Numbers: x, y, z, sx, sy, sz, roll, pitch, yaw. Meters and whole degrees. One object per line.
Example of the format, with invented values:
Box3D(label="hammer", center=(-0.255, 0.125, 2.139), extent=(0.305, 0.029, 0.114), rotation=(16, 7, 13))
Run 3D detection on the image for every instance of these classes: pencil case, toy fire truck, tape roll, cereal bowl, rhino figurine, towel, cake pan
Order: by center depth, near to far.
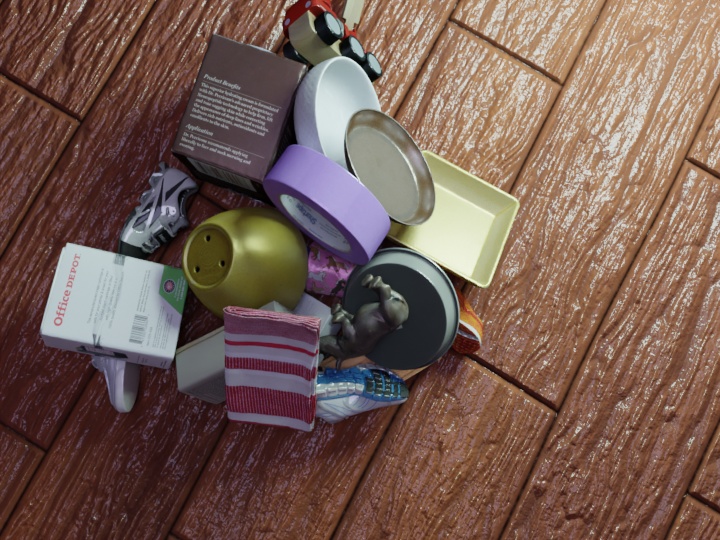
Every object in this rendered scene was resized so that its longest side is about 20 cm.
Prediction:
Box3D(label="towel", center=(-0.132, 0.151, 0.943), extent=(0.139, 0.023, 0.206), rotation=(7, 118, 2))
Box3D(label="tape roll", center=(-0.051, -0.096, 0.963), extent=(0.197, 0.200, 0.066), rotation=(35, 77, 4))
Box3D(label="rhino figurine", center=(-0.007, 0.090, 0.982), extent=(0.087, 0.060, 0.199), rotation=(39, 119, -16))
Box3D(label="cake pan", center=(0.057, 0.069, 1.008), extent=(0.194, 0.037, 0.207), rotation=(6, 109, 18))
Box3D(label="cereal bowl", center=(-0.043, -0.230, 1.028), extent=(0.081, 0.198, 0.207), rotation=(-3, 82, 34))
Box3D(label="pencil case", center=(0.000, 0.000, 1.077), extent=(0.193, 0.083, 0.089), rotation=(6, 117, 1))
Box3D(label="toy fire truck", center=(-0.042, -0.423, 1.088), extent=(0.127, 0.174, 0.206), rotation=(-26, 58, 29))

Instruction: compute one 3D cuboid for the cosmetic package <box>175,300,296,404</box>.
Box3D(label="cosmetic package", center=(-0.185, 0.134, 1.014), extent=(0.196, 0.103, 0.075), rotation=(-26, 58, 15))

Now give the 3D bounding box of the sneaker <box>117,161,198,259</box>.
Box3D(label="sneaker", center=(-0.342, -0.077, 1.089), extent=(0.086, 0.074, 0.205), rotation=(24, 84, 5))

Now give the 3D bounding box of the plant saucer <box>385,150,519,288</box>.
Box3D(label="plant saucer", center=(0.148, -0.080, 1.074), extent=(0.196, 0.049, 0.203), rotation=(28, 59, 3))

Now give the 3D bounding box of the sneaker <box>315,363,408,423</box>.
Box3D(label="sneaker", center=(-0.019, 0.205, 1.032), extent=(0.193, 0.076, 0.089), rotation=(3, 120, -9))

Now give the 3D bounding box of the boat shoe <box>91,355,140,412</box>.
Box3D(label="boat shoe", center=(-0.413, 0.133, 1.066), extent=(0.066, 0.072, 0.207), rotation=(-7, 84, 2))

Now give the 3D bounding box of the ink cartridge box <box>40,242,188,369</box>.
Box3D(label="ink cartridge box", center=(-0.382, 0.059, 1.012), extent=(0.194, 0.084, 0.150), rotation=(15, 67, -18))

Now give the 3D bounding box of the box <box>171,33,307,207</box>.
Box3D(label="box", center=(-0.187, -0.240, 1.062), extent=(0.161, 0.164, 0.206), rotation=(19, 83, 3))

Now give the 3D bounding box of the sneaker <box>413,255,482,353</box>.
Box3D(label="sneaker", center=(0.132, 0.050, 1.051), extent=(0.072, 0.078, 0.201), rotation=(-25, 117, 28))

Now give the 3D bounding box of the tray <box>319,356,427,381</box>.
Box3D(label="tray", center=(0.029, 0.155, 1.081), extent=(0.196, 0.037, 0.100), rotation=(-31, 84, -3))

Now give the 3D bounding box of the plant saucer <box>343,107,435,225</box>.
Box3D(label="plant saucer", center=(0.042, -0.157, 1.003), extent=(0.032, 0.198, 0.205), rotation=(-28, 83, 40))

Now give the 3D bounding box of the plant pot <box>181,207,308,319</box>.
Box3D(label="plant pot", center=(-0.198, -0.011, 1.012), extent=(0.194, 0.141, 0.207), rotation=(-3, 82, 24))

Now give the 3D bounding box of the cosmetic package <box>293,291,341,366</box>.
Box3D(label="cosmetic package", center=(-0.111, 0.145, 1.061), extent=(0.081, 0.051, 0.204), rotation=(27, 84, 33))
